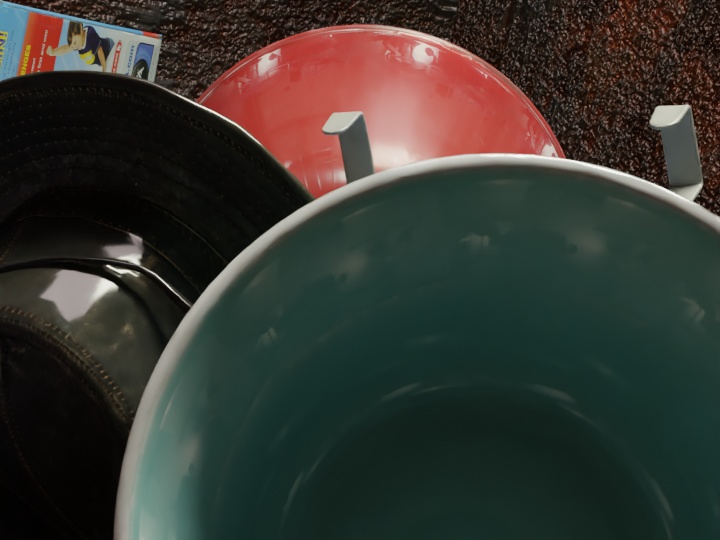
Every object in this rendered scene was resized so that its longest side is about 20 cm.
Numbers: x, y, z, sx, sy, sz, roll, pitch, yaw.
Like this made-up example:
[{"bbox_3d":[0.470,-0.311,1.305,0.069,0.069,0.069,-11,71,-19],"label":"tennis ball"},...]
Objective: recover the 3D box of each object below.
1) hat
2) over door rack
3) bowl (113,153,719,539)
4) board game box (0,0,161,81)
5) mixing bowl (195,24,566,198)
[{"bbox_3d":[-0.075,0.044,0.720,0.200,0.201,0.081,13,41,11],"label":"hat"},{"bbox_3d":[0.033,0.026,0.850,0.147,0.067,0.200,0,42,24],"label":"over door rack"},{"bbox_3d":[0.036,0.080,0.646,0.200,0.202,0.105,12,-16,0],"label":"bowl"},{"bbox_3d":[-0.191,-0.044,1.314,0.056,0.201,0.196,13,4,21],"label":"board game box"},{"bbox_3d":[0.000,0.000,1.063,0.199,0.201,0.108,12,17,-1],"label":"mixing bowl"}]
